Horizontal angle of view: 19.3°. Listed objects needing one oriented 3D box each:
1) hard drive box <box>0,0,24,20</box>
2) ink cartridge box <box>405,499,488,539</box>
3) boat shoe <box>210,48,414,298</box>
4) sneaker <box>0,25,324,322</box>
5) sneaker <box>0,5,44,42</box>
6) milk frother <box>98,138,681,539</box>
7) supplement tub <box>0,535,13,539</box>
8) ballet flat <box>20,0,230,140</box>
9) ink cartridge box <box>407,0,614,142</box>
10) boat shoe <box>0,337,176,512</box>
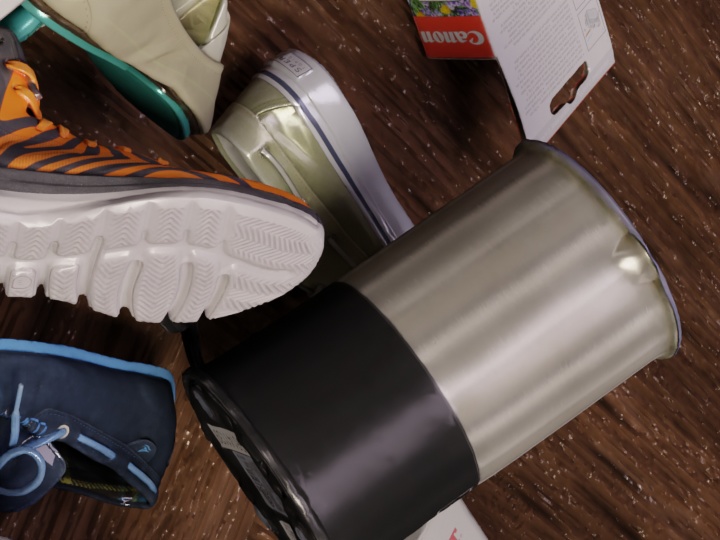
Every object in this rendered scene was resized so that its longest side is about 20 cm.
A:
[{"bbox_3d":[-0.231,-0.115,0.675,0.200,0.156,0.077,35,27,-47],"label":"hard drive box"},{"bbox_3d":[0.024,0.218,1.090,0.145,0.083,0.200,-58,134,-31],"label":"ink cartridge box"},{"bbox_3d":[-0.013,-0.018,1.049,0.062,0.072,0.200,-38,122,-13],"label":"boat shoe"},{"bbox_3d":[-0.114,-0.045,0.837,0.200,0.078,0.112,5,48,-22],"label":"sneaker"},{"bbox_3d":[-0.118,-0.155,0.815,0.080,0.077,0.200,-57,175,-32],"label":"sneaker"},{"bbox_3d":[0.000,0.000,0.924,0.188,0.180,0.200,-34,117,-14],"label":"milk frother"},{"bbox_3d":[-0.122,0.177,0.842,0.200,0.107,0.107,67,43,-57],"label":"supplement tub"},{"bbox_3d":[-0.083,-0.103,0.845,0.200,0.069,0.070,46,53,-79],"label":"ballet flat"},{"bbox_3d":[0.070,-0.171,1.140,0.109,0.050,0.200,-48,129,-38],"label":"ink cartridge box"},{"bbox_3d":[-0.139,0.067,0.869,0.200,0.084,0.069,10,73,-49],"label":"boat shoe"}]
